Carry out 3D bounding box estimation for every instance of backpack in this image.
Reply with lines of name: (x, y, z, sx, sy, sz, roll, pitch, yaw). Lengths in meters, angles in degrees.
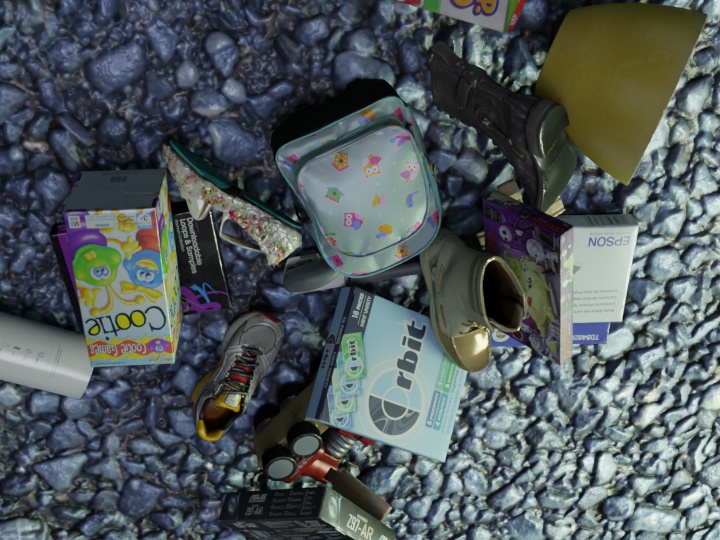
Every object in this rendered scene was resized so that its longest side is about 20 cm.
backpack: (0.006, -0.095, 1.151, 0.173, 0.154, 0.202, -25, 123, 0)

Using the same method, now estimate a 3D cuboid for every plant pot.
plant pot: (0.280, -0.219, 1.113, 0.140, 0.200, 0.203, 26, 116, 9)

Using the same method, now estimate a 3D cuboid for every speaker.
speaker: (-0.429, 0.097, 1.222, 0.197, 0.082, 0.082, 18, 115, -24)

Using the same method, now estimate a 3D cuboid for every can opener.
can opener: (0.000, 0.000, 1.247, 0.196, 0.067, 0.054, -9, 120, -3)

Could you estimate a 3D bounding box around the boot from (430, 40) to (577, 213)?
boot: (0.158, -0.165, 1.138, 0.069, 0.173, 0.201, -46, 148, -18)

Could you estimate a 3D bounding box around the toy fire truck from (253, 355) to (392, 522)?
toy fire truck: (-0.024, 0.244, 1.358, 0.176, 0.129, 0.199, -43, 128, 15)

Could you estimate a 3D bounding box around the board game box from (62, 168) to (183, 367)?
board game box: (-0.269, -0.002, 1.146, 0.103, 0.104, 0.203, -3, 120, -2)

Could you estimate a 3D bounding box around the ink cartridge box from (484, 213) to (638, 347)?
ink cartridge box: (0.256, 0.024, 1.311, 0.195, 0.041, 0.203, -2, 119, -6)

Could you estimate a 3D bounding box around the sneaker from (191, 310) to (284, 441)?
sneaker: (-0.157, 0.142, 1.295, 0.077, 0.083, 0.202, 23, 113, -19)

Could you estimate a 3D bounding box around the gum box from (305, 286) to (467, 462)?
gum box: (0.043, 0.136, 1.276, 0.198, 0.044, 0.173, 22, 77, -28)

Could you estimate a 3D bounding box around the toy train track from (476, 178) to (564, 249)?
toy train track: (0.219, -0.020, 1.241, 0.113, 0.033, 0.202, -25, 115, 5)

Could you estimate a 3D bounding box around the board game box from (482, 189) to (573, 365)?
board game box: (0.202, 0.011, 1.194, 0.032, 0.119, 0.203, -31, 133, -25)

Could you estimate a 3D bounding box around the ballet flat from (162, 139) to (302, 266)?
ballet flat: (-0.159, -0.074, 1.156, 0.198, 0.076, 0.064, 34, 99, 0)

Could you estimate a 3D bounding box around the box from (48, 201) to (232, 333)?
box: (-0.268, -0.004, 1.228, 0.196, 0.036, 0.145, -9, 120, -2)

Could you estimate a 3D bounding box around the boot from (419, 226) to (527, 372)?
boot: (0.147, 0.055, 1.211, 0.071, 0.154, 0.203, -25, 114, -18)

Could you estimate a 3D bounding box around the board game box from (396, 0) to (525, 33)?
board game box: (0.107, -0.329, 1.090, 0.197, 0.030, 0.097, 8, 118, -26)

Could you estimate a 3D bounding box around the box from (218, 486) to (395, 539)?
box: (-0.075, 0.356, 1.373, 0.198, 0.044, 0.160, -14, 139, 39)
